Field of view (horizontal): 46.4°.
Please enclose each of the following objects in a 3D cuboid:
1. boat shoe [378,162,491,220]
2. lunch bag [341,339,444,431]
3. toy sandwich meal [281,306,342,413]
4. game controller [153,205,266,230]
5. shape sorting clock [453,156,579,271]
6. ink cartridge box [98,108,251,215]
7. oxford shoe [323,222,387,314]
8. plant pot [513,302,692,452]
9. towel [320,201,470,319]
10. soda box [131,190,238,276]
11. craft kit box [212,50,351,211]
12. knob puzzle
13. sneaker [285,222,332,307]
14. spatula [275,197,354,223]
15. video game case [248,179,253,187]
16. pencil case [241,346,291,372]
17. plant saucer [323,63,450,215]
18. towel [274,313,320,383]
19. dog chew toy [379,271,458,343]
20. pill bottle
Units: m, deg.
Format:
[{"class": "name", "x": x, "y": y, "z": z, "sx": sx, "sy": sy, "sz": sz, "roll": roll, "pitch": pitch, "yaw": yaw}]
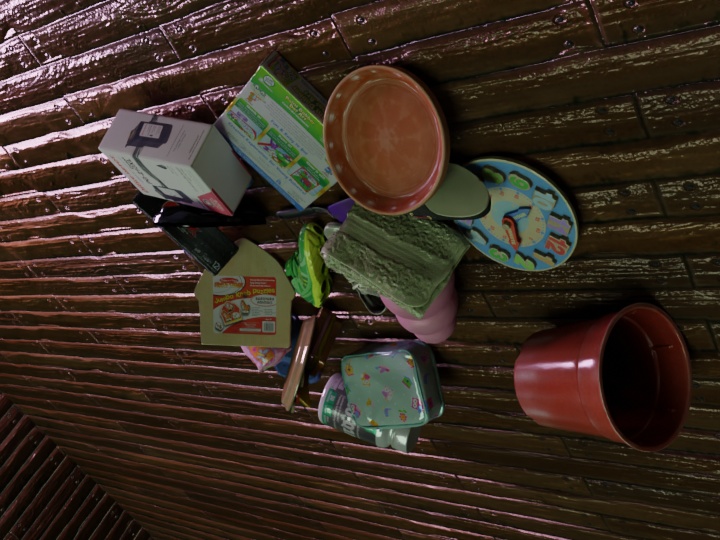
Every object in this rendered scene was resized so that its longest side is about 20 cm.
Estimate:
[{"class": "boat shoe", "x": 0.104, "y": -0.108, "z": 1.178, "sx": 0.200, "sy": 0.075, "sz": 0.063, "roll": 16, "pitch": 166, "yaw": 41}, {"class": "lunch bag", "x": 0.059, "y": 0.218, "z": 1.572, "sx": 0.198, "sy": 0.077, "sz": 0.163, "roll": -12, "pitch": 96, "yaw": 44}, {"class": "toy sandwich meal", "x": -0.093, "y": 0.173, "z": 1.591, "sx": 0.069, "sy": 0.208, "sz": 0.206, "roll": 16, "pitch": 146, "yaw": -6}, {"class": "game controller", "x": -0.252, "y": -0.086, "z": 1.426, "sx": 0.103, "sy": 0.199, "sz": 0.043, "roll": 16, "pitch": 104, "yaw": 33}, {"class": "shape sorting clock", "x": 0.209, "y": -0.074, "z": 1.176, "sx": 0.198, "sy": 0.039, "sz": 0.201, "roll": 22, "pitch": 144, "yaw": 17}, {"class": "ink cartridge box", "x": -0.299, "y": -0.176, "z": 1.360, "sx": 0.197, "sy": 0.085, "sz": 0.145, "roll": 14, "pitch": 158, "yaw": 27}, {"class": "oxford shoe", "x": 0.000, "y": 0.000, "z": 1.416, "sx": 0.074, "sy": 0.058, "sz": 0.201, "roll": 0, "pitch": 135, "yaw": 43}, {"class": "plant pot", "x": 0.343, "y": 0.156, "z": 1.232, "sx": 0.201, "sy": 0.202, "sz": 0.194, "roll": 46, "pitch": 152, "yaw": -20}, {"class": "towel", "x": 0.050, "y": -0.033, "z": 1.254, "sx": 0.198, "sy": 0.149, "sz": 0.037, "roll": 29, "pitch": 167, "yaw": 23}, {"class": "soda box", "x": -0.315, "y": -0.081, "z": 1.515, "sx": 0.200, "sy": 0.071, "sz": 0.063, "roll": 43, "pitch": 170, "yaw": -9}, {"class": "craft kit box", "x": -0.109, "y": -0.204, "z": 1.274, "sx": 0.200, "sy": 0.049, "sz": 0.197, "roll": 42, "pitch": 147, "yaw": -13}, {"class": "knob puzzle", "x": -0.216, "y": 0.040, "z": 1.586, "sx": 0.218, "sy": 0.222, "sz": 0.030, "roll": 30, "pitch": -171, "yaw": 5}, {"class": "sneaker", "x": -0.097, "y": -0.007, "z": 1.477, "sx": 0.082, "sy": 0.075, "sz": 0.201, "roll": 18, "pitch": 144, "yaw": 14}, {"class": "spatula", "x": -0.068, "y": -0.096, "z": 1.389, "sx": 0.198, "sy": 0.021, "sz": 0.056, "roll": 2, "pitch": 151, "yaw": 42}, {"class": "video game case", "x": -0.286, "y": -0.167, "z": 1.483, "sx": 0.143, "sy": 0.018, "sz": 0.199, "roll": 44, "pitch": 144, "yaw": -14}, {"class": "pencil case", "x": -0.221, "y": 0.099, "z": 1.649, "sx": 0.201, "sy": 0.087, "sz": 0.088, "roll": 51, "pitch": 147, "yaw": 9}, {"class": "plant saucer", "x": 0.036, "y": -0.177, "z": 1.140, "sx": 0.198, "sy": 0.032, "sz": 0.204, "roll": 14, "pitch": 115, "yaw": 32}, {"class": "towel", "x": -0.152, "y": 0.161, "z": 1.751, "sx": 0.110, "sy": 0.049, "sz": 0.202, "roll": 12, "pitch": 140, "yaw": 27}, {"class": "dog chew toy", "x": 0.102, "y": 0.045, "z": 1.346, "sx": 0.123, "sy": 0.126, "sz": 0.201, "roll": 10, "pitch": 148, "yaw": 30}, {"class": "pill bottle", "x": 0.023, "y": 0.291, "z": 1.711, "sx": 0.197, "sy": 0.114, "sz": 0.114, "roll": 18, "pitch": 143, "yaw": 21}]
